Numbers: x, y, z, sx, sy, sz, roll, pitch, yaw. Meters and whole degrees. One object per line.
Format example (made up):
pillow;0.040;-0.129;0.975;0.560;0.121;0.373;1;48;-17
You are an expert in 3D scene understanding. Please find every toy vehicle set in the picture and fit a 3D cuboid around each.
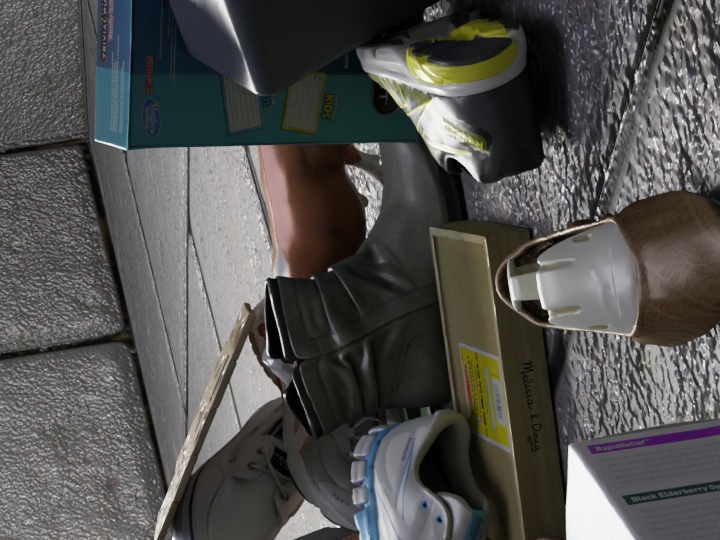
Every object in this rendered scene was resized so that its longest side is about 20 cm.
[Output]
toy vehicle set;0.081;0.072;1.152;0.124;0.026;0.200;-159;60;-76

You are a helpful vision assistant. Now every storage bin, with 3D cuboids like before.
storage bin;-0.020;-0.190;1.056;0.146;0.200;0.134;33;147;44

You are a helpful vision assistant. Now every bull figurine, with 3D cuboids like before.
bull figurine;-0.017;-0.018;1.292;0.065;0.121;0.200;-4;94;57

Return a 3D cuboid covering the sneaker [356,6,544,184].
sneaker;0.049;-0.093;1.070;0.200;0.074;0.085;-126;18;-77

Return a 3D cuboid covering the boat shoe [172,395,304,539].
boat shoe;-0.071;0.142;1.372;0.067;0.074;0.200;-38;16;34

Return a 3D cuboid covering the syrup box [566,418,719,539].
syrup box;0.150;0.142;0.754;0.200;0.081;0.079;-120;26;-60

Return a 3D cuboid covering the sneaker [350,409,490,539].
sneaker;0.043;0.174;1.150;0.087;0.075;0.200;-34;55;47

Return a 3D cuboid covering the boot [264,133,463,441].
boot;0.000;0.000;1.227;0.068;0.131;0.200;144;116;-76

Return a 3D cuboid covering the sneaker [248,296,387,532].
sneaker;-0.012;0.084;1.346;0.092;0.076;0.200;-46;60;42

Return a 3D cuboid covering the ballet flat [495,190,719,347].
ballet flat;0.106;0.002;0.875;0.200;0.072;0.068;-178;79;-78

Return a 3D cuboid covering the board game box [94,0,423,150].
board game box;-0.056;-0.150;1.149;0.047;0.200;0.151;18;108;55

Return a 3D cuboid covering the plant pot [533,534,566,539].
plant pot;0.040;0.261;1.016;0.200;0.198;0.200;166;90;-72

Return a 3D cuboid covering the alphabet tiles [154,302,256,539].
alphabet tiles;-0.110;0.103;1.375;0.200;0.008;0.167;-161;93;-86

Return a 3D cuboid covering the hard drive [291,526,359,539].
hard drive;-0.075;0.232;1.376;0.135;0.200;0.042;-19;93;66

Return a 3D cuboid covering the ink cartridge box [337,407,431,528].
ink cartridge box;0.025;0.111;1.406;0.200;0.048;0.146;-33;66;61
